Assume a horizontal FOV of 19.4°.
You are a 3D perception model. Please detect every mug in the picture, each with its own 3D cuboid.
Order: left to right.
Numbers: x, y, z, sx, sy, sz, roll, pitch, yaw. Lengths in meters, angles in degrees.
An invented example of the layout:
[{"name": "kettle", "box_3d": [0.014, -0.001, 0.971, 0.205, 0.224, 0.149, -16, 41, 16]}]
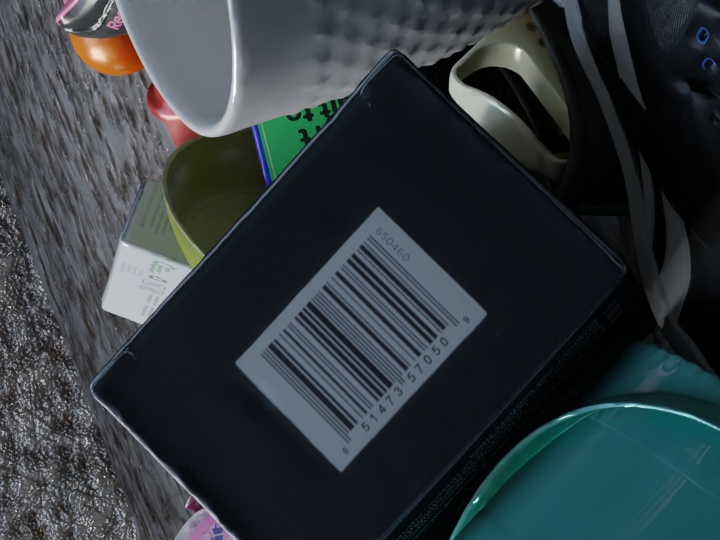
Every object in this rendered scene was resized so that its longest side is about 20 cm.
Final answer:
[{"name": "mug", "box_3d": [0.005, -0.162, 0.729, 0.148, 0.174, 0.201, 54, 155, 39]}]

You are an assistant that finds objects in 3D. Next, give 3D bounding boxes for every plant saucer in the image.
[{"name": "plant saucer", "box_3d": [0.000, 0.000, 0.949, 0.200, 0.198, 0.031, 53, 127, 45]}]

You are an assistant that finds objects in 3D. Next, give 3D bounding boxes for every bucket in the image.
[{"name": "bucket", "box_3d": [0.115, 0.128, 0.667, 0.207, 0.135, 0.207, 37, 176, 3]}]

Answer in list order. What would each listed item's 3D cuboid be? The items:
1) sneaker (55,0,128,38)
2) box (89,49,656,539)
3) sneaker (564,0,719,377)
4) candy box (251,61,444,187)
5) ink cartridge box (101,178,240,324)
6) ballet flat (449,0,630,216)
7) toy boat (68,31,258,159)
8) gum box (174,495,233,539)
[{"name": "sneaker", "box_3d": [-0.116, -0.186, 0.900, 0.079, 0.094, 0.202, -81, -17, -60]}, {"name": "box", "box_3d": [0.015, 0.028, 0.745, 0.107, 0.149, 0.200, 43, -178, 12]}, {"name": "sneaker", "box_3d": [0.128, -0.038, 0.670, 0.112, 0.072, 0.202, 120, 127, -71]}, {"name": "candy box", "box_3d": [-0.018, -0.136, 0.928, 0.169, 0.076, 0.202, -84, -20, -65]}, {"name": "ink cartridge box", "box_3d": [-0.033, 0.025, 1.082, 0.198, 0.041, 0.200, 24, 167, -6]}, {"name": "ballet flat", "box_3d": [0.058, -0.101, 0.837, 0.201, 0.068, 0.068, 59, 161, 32]}, {"name": "toy boat", "box_3d": [-0.088, -0.132, 1.080, 0.131, 0.129, 0.201, 68, -155, -46]}, {"name": "gum box", "box_3d": [0.011, 0.158, 0.888, 0.199, 0.113, 0.067, 23, 93, 47]}]
